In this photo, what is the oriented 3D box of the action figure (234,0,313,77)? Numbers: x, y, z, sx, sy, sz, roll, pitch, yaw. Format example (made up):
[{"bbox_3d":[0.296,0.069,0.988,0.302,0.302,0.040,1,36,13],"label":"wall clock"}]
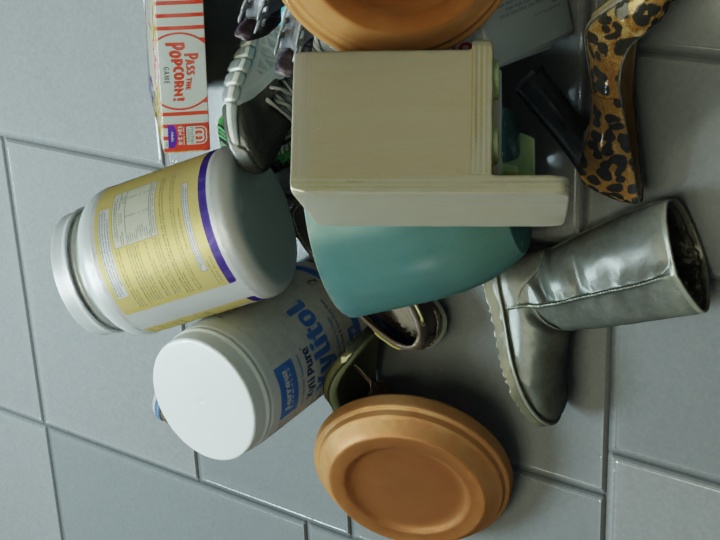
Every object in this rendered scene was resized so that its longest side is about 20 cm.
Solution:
[{"bbox_3d":[-0.042,-0.257,1.026,0.129,0.069,0.201,32,129,16],"label":"action figure"}]

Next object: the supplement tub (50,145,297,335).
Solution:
[{"bbox_3d":[-0.175,-0.023,1.260,0.198,0.145,0.147,-16,100,20],"label":"supplement tub"}]

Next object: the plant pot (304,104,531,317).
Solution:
[{"bbox_3d":[0.058,-0.068,1.148,0.159,0.201,0.203,-6,106,19],"label":"plant pot"}]

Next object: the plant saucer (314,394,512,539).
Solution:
[{"bbox_3d":[0.048,0.203,1.306,0.198,0.038,0.202,9,133,10],"label":"plant saucer"}]

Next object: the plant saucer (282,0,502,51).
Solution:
[{"bbox_3d":[0.026,-0.251,0.966,0.198,0.037,0.203,-1,102,-6],"label":"plant saucer"}]

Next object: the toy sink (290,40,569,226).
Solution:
[{"bbox_3d":[0.055,-0.099,0.996,0.197,0.130,0.113,1,82,7],"label":"toy sink"}]

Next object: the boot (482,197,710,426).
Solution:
[{"bbox_3d":[0.212,0.042,1.163,0.198,0.072,0.184,-13,103,34],"label":"boot"}]

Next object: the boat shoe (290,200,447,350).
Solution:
[{"bbox_3d":[0.000,0.000,1.295,0.200,0.059,0.072,47,110,11],"label":"boat shoe"}]

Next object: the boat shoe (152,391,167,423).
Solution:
[{"bbox_3d":[-0.167,0.117,1.479,0.072,0.072,0.201,44,130,12],"label":"boat shoe"}]

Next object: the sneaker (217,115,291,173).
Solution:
[{"bbox_3d":[-0.074,-0.145,1.289,0.199,0.078,0.086,-19,96,42],"label":"sneaker"}]

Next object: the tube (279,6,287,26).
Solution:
[{"bbox_3d":[-0.093,-0.285,1.217,0.200,0.050,0.078,53,165,38],"label":"tube"}]

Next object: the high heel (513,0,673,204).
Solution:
[{"bbox_3d":[0.230,-0.149,1.064,0.143,0.071,0.200,49,133,1],"label":"high heel"}]

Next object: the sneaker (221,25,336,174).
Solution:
[{"bbox_3d":[-0.054,-0.186,1.209,0.114,0.075,0.202,-6,64,29],"label":"sneaker"}]

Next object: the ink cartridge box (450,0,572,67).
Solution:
[{"bbox_3d":[0.063,-0.261,1.087,0.144,0.144,0.202,-5,107,38],"label":"ink cartridge box"}]

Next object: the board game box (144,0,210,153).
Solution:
[{"bbox_3d":[-0.179,-0.217,1.280,0.200,0.046,0.153,-116,24,-63],"label":"board game box"}]

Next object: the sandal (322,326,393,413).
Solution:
[{"bbox_3d":[0.006,0.134,1.342,0.057,0.080,0.202,25,140,25],"label":"sandal"}]

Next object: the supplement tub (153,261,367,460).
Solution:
[{"bbox_3d":[-0.094,0.085,1.320,0.131,0.200,0.133,16,121,28],"label":"supplement tub"}]
